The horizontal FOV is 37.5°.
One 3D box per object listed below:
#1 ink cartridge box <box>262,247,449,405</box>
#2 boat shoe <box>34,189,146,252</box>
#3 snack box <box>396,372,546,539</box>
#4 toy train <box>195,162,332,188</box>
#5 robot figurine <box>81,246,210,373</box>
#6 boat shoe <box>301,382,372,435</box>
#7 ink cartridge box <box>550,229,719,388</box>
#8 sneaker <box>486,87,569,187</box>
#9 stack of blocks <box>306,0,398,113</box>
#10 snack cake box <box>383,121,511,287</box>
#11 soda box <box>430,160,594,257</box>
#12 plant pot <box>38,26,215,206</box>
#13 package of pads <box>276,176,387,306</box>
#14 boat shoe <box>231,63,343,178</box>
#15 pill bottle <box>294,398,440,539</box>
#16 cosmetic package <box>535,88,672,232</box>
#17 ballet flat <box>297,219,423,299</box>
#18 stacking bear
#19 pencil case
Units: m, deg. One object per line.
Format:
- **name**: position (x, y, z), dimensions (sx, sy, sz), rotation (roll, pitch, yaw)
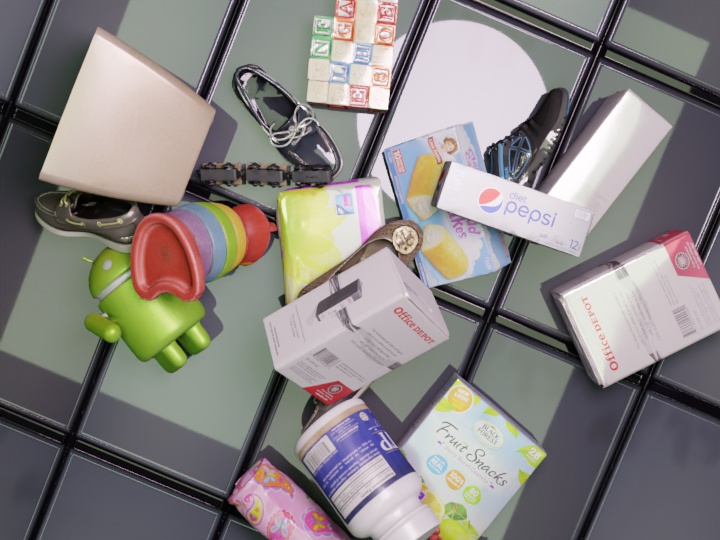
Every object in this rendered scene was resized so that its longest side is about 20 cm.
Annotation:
- **ink cartridge box**: position (-0.004, 0.076, 1.384), dimensions (0.198, 0.144, 0.085), rotation (-29, 53, 15)
- **boat shoe**: position (-0.368, -0.081, 1.434), dimensions (0.199, 0.072, 0.061), rotation (16, 138, 28)
- **snack box**: position (0.135, 0.276, 1.500), dimensions (0.168, 0.068, 0.201), rotation (39, 92, -2)
- **toy train**: position (-0.132, -0.134, 1.462), dimensions (0.197, 0.046, 0.035), rotation (2, 106, 14)
- **robot figurine**: position (-0.292, 0.042, 1.455), dimensions (0.175, 0.116, 0.201), rotation (-37, 92, -25)
- **boat shoe**: position (-0.020, 0.159, 1.490), dimensions (0.200, 0.067, 0.057), rotation (-45, 84, 8)
- **ink cartridge box**: position (0.385, 0.052, 1.476), dimensions (0.198, 0.085, 0.147), rotation (-26, 94, 0)
- **sneaker**: position (0.222, -0.169, 1.465), dimensions (0.081, 0.073, 0.202), rotation (28, 92, 5)
- **stack of blocks**: position (-0.009, -0.325, 1.458), dimensions (0.113, 0.059, 0.203), rotation (6, 94, -1)
- **snack cake box**: position (0.120, -0.088, 1.450), dimensions (0.114, 0.067, 0.203), rotation (-14, 94, 32)
- **soda box**: position (0.194, -0.080, 1.364), dimensions (0.197, 0.068, 0.064), rotation (19, 94, -4)
- **plant pot**: position (-0.299, -0.185, 1.409), dimensions (0.175, 0.200, 0.202), rotation (23, 94, -13)
- **package of pads**: position (-0.037, -0.021, 1.476), dimensions (0.152, 0.068, 0.203), rotation (-7, 94, 0)
- **boat shoe**: position (-0.100, -0.206, 1.465), dimensions (0.075, 0.062, 0.201), rotation (-39, 94, 0)
- **pill bottle**: position (0.012, 0.284, 1.413), dimensions (0.119, 0.120, 0.201), rotation (-39, 72, 3)
- **cosmetic package**: position (0.321, -0.141, 1.451), dimensions (0.085, 0.108, 0.201), rotation (39, 94, -3)
- **ballet flat**: position (0.000, 0.000, 1.422), dimensions (0.198, 0.046, 0.068), rotation (-32, 95, 1)
- **stacking bear**: position (-0.196, -0.037, 1.411), dimensions (0.120, 0.199, 0.116), rotation (0, 102, 35)
- **pencil case**: position (-0.093, 0.358, 1.498), dimensions (0.200, 0.087, 0.088), rotation (41, 93, -4)
